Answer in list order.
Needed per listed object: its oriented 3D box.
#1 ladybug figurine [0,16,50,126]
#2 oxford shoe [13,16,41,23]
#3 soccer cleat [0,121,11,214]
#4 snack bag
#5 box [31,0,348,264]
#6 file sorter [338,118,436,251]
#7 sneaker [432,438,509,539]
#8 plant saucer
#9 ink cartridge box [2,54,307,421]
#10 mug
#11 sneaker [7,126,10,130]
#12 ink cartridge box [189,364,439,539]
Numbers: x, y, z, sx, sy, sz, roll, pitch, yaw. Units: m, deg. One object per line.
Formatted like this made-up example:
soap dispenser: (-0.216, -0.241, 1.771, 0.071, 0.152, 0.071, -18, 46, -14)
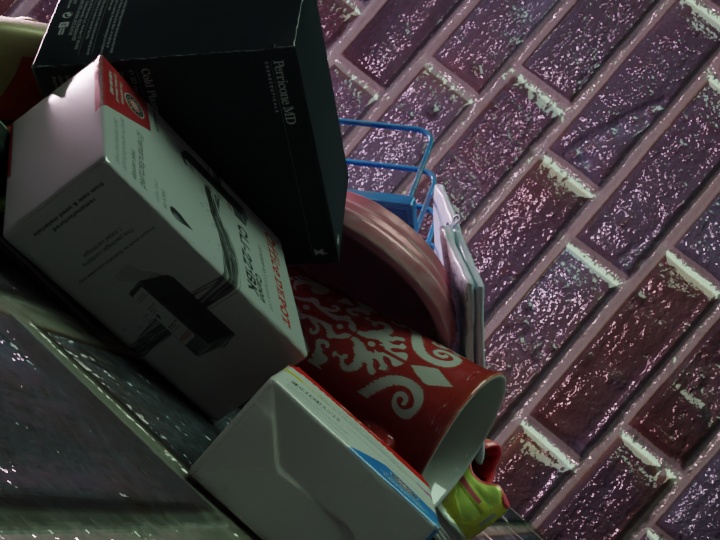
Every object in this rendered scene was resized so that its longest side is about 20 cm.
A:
ladybug figurine: (-0.258, -0.149, 1.027, 0.136, 0.072, 0.200, 2, 0, 36)
oxford shoe: (-0.287, -0.144, 1.254, 0.071, 0.071, 0.200, -128, -163, -77)
soccer cleat: (-0.245, -0.064, 0.906, 0.081, 0.067, 0.200, 66, 7, 27)
snack bag: (0.083, 0.040, 1.179, 0.200, 0.021, 0.189, -103, -173, -58)
box: (-0.113, -0.104, 0.965, 0.104, 0.182, 0.200, -83, 168, -45)
file sorter: (0.003, -0.028, 1.252, 0.138, 0.123, 0.200, 8, -47, 15)
sneaker: (0.085, 0.172, 1.216, 0.078, 0.090, 0.200, 57, 8, -38)
plant saucer: (0.000, 0.000, 1.120, 0.200, 0.051, 0.201, 29, -26, 15)
ink cartridge box: (-0.131, -0.019, 0.867, 0.200, 0.084, 0.144, 48, 14, -34)
mug: (-0.007, 0.087, 1.055, 0.200, 0.134, 0.177, 32, 3, 21)
sneaker: (-0.349, -0.163, 1.167, 0.090, 0.078, 0.200, 34, 0, -29)
ink cartridge box: (-0.022, 0.117, 0.757, 0.116, 0.067, 0.200, 42, -1, 2)
